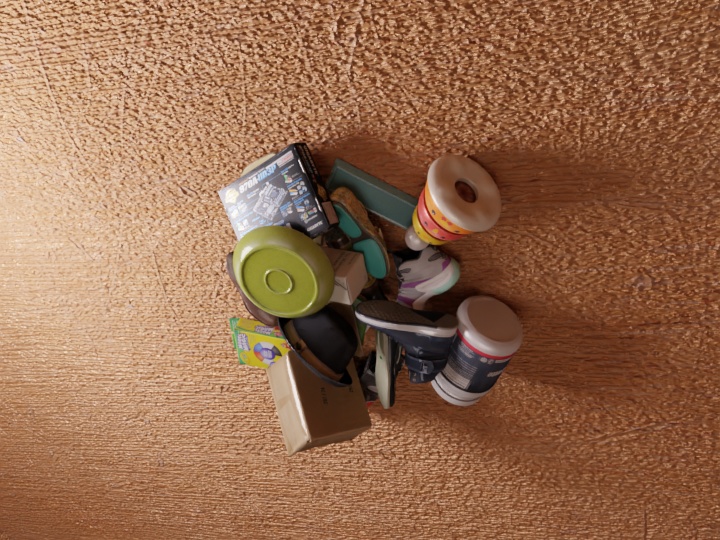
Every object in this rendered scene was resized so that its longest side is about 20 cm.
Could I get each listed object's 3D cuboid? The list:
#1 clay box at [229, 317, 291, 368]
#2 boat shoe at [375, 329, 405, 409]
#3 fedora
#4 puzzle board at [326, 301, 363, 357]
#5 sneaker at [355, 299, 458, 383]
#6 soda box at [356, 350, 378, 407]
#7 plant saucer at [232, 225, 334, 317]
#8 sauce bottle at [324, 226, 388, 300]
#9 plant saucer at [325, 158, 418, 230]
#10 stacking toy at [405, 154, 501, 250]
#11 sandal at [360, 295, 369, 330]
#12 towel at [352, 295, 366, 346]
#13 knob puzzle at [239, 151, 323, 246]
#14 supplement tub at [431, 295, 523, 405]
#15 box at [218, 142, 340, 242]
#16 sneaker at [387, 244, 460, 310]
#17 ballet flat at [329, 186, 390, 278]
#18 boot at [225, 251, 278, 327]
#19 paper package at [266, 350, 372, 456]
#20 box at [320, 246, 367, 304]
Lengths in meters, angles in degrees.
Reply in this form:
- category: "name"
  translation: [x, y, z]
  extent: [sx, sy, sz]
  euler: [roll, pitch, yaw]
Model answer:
- category: "clay box"
  translation: [-0.220, 0.180, 1.533]
  extent: [0.195, 0.048, 0.117]
  euler: [8, 130, 11]
- category: "boat shoe"
  translation: [0.070, 0.204, 1.406]
  extent: [0.066, 0.072, 0.205]
  euler: [-4, 104, -22]
- category: "fedora"
  translation: [-0.068, 0.130, 1.273]
  extent: [0.200, 0.201, 0.092]
  euler: [40, 99, -16]
- category: "puzzle board"
  translation: [-0.087, 0.099, 1.360]
  extent: [0.197, 0.017, 0.154]
  euler: [6, 121, 36]
- category: "sneaker"
  translation: [0.078, 0.142, 1.261]
  extent: [0.198, 0.077, 0.149]
  euler: [13, 122, 5]
- category: "soda box"
  translation: [0.004, 0.280, 1.531]
  extent: [0.070, 0.064, 0.201]
  euler: [30, 132, -8]
- category: "plant saucer"
  translation: [-0.145, 0.013, 1.180]
  extent: [0.195, 0.031, 0.203]
  euler: [7, 126, 10]
- category: "sauce bottle"
  translation: [0.000, 0.000, 1.301]
  extent: [0.064, 0.065, 0.202]
  euler: [-17, 121, 29]
- category: "plant saucer"
  translation: [0.030, -0.135, 1.213]
  extent: [0.197, 0.019, 0.070]
  euler: [26, 132, -5]
- category: "stacking toy"
  translation: [0.141, -0.092, 1.146]
  extent: [0.144, 0.148, 0.200]
  euler: [31, 142, -9]
- category: "sandal"
  translation: [-0.025, 0.123, 1.414]
  extent: [0.079, 0.060, 0.207]
  euler: [35, 130, -13]
- category: "towel"
  translation: [-0.067, 0.074, 1.360]
  extent: [0.198, 0.031, 0.151]
  euler: [30, 132, 20]
- category: "knob puzzle"
  translation: [-0.153, -0.141, 1.256]
  extent: [0.215, 0.031, 0.223]
  euler: [13, 129, 16]
- category: "supplement tub"
  translation: [0.229, 0.164, 1.309]
  extent: [0.138, 0.142, 0.202]
  euler: [21, 132, 0]
- category: "box"
  translation: [-0.151, -0.114, 1.180]
  extent: [0.198, 0.046, 0.162]
  euler: [-26, 87, 29]
- category: "sneaker"
  translation: [0.086, 0.014, 1.278]
  extent: [0.139, 0.078, 0.200]
  euler: [40, 114, -12]
- category: "ballet flat"
  translation: [0.005, -0.075, 1.221]
  extent: [0.070, 0.071, 0.201]
  euler: [-18, 125, 30]
- category: "boot"
  translation: [-0.213, 0.044, 1.320]
  extent: [0.187, 0.064, 0.200]
  euler: [50, 167, -8]
- category: "paper package"
  translation: [-0.089, 0.279, 1.425]
  extent: [0.188, 0.203, 0.103]
  euler: [0, 152, -41]
- category: "box"
  translation: [-0.091, 0.001, 1.249]
  extent: [0.196, 0.083, 0.069]
  euler: [9, 132, 26]
